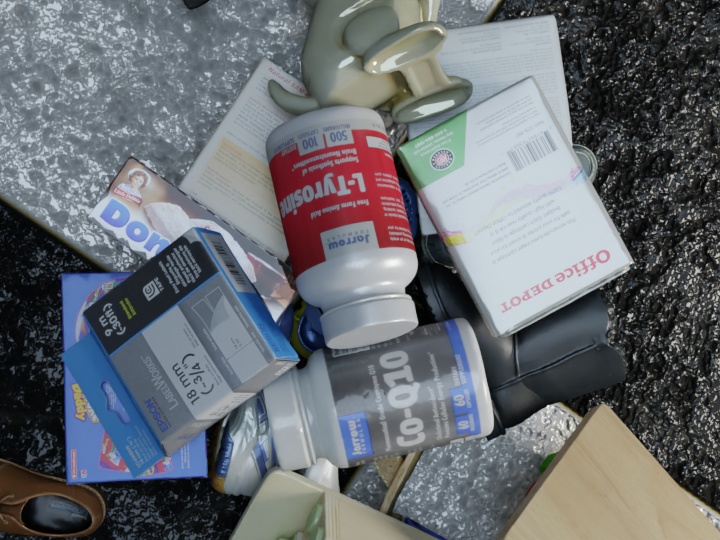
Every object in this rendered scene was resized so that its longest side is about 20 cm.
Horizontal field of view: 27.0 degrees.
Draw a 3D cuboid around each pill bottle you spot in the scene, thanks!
[{"bbox_3d":[0.014,0.118,1.387,0.199,0.114,0.114,-13,93,-2],"label":"pill bottle"},{"bbox_3d":[-0.012,-0.037,1.344,0.112,0.112,0.201,-12,76,-6],"label":"pill bottle"}]

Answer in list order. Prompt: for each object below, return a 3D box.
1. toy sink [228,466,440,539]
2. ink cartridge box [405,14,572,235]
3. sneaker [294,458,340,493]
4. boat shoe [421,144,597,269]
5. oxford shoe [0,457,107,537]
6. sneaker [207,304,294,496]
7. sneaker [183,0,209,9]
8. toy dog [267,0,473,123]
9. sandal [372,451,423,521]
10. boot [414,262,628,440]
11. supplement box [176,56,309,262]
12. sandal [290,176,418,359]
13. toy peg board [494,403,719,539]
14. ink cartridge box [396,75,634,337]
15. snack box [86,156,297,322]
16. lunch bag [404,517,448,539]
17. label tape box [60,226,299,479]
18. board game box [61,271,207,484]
[{"bbox_3d":[-0.023,0.291,1.378,0.200,0.112,0.131,27,104,-9],"label":"toy sink"},{"bbox_3d":[0.124,-0.141,1.469,0.160,0.047,0.201,-7,86,2],"label":"ink cartridge box"},{"bbox_3d":[-0.035,0.263,1.470,0.088,0.075,0.201,12,100,-5],"label":"sneaker"},{"bbox_3d":[0.154,-0.063,1.487,0.200,0.062,0.073,-29,93,-6],"label":"boat shoe"},{"bbox_3d":[-0.344,0.218,1.432,0.199,0.071,0.072,6,92,-5],"label":"oxford shoe"},{"bbox_3d":[-0.086,0.124,1.466,0.088,0.075,0.201,13,98,-16],"label":"sneaker"},{"bbox_3d":[-0.118,-0.354,1.442,0.199,0.076,0.114,-37,102,1],"label":"sneaker"},{"bbox_3d":[-0.001,-0.240,1.411,0.194,0.140,0.200,-25,60,17],"label":"toy dog"},{"bbox_3d":[0.023,0.185,1.472,0.069,0.078,0.212,18,82,10],"label":"sandal"},{"bbox_3d":[0.161,0.051,1.482,0.168,0.076,0.201,-27,101,-2],"label":"boot"},{"bbox_3d":[-0.097,-0.088,1.451,0.126,0.074,0.200,34,88,-5],"label":"supplement box"},{"bbox_3d":[0.000,0.000,1.460,0.079,0.087,0.200,25,87,-5],"label":"sandal"},{"bbox_3d":[0.225,0.275,1.453,0.200,0.098,0.199,48,54,-6],"label":"toy peg board"},{"bbox_3d":[0.142,-0.056,1.397,0.145,0.088,0.200,-28,87,1],"label":"ink cartridge box"},{"bbox_3d":[-0.152,-0.020,1.398,0.200,0.024,0.072,35,90,-5],"label":"snack box"},{"bbox_3d":[0.079,0.353,1.483,0.200,0.094,0.151,30,90,5],"label":"lunch bag"},{"bbox_3d":[-0.177,0.078,1.350,0.200,0.063,0.144,-37,77,13],"label":"label tape box"},{"bbox_3d":[-0.217,0.102,1.443,0.134,0.045,0.201,-1,84,-6],"label":"board game box"}]
